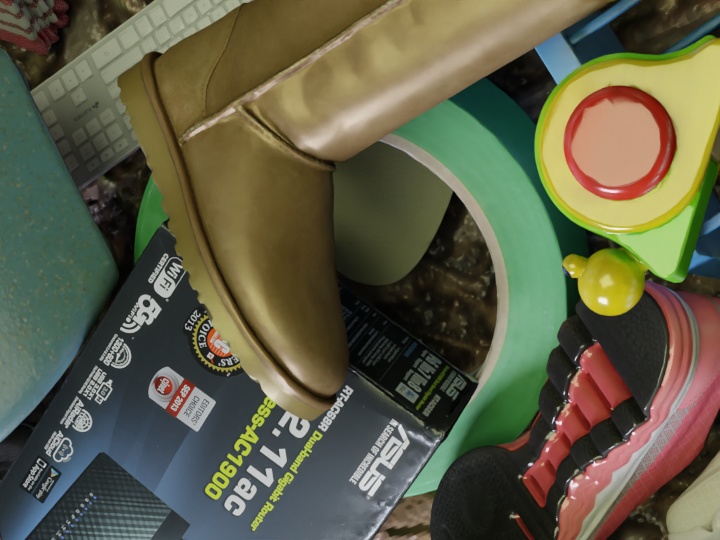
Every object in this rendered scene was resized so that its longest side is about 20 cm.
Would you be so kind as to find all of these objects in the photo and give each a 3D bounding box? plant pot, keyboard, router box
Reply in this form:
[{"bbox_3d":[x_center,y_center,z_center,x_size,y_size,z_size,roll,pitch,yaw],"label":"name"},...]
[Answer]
[{"bbox_3d":[-0.224,0.001,1.122,0.199,0.196,0.197,-29,100,-19],"label":"plant pot"},{"bbox_3d":[-0.093,-0.100,1.219,0.199,0.011,0.057,-34,78,18],"label":"keyboard"},{"bbox_3d":[-0.064,0.087,1.120,0.149,0.062,0.201,35,116,3],"label":"router box"}]

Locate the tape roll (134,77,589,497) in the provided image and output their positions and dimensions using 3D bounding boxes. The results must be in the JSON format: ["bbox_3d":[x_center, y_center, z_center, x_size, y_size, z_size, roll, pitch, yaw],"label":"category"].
[{"bbox_3d":[0.000,0.000,1.128,0.199,0.048,0.202,6,110,16],"label":"tape roll"}]

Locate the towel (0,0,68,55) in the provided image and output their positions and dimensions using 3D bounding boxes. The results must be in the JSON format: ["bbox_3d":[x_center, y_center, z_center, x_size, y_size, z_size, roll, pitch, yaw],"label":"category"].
[{"bbox_3d":[-0.226,-0.172,1.177,0.145,0.200,0.030,21,74,21],"label":"towel"}]

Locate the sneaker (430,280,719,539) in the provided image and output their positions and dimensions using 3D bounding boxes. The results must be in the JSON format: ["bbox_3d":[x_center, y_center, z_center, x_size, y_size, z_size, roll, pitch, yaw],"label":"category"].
[{"bbox_3d":[0.104,0.084,1.081,0.201,0.086,0.074,-56,51,37],"label":"sneaker"}]

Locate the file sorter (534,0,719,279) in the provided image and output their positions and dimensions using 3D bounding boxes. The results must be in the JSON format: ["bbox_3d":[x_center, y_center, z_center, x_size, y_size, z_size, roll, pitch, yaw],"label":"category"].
[{"bbox_3d":[0.140,-0.113,1.060,0.122,0.139,0.201,-33,78,15],"label":"file sorter"}]

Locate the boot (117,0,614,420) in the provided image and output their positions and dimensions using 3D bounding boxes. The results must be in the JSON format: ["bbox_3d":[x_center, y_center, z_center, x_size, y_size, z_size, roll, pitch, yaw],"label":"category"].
[{"bbox_3d":[0.014,-0.063,0.995,0.199,0.066,0.176,-32,75,19],"label":"boot"}]

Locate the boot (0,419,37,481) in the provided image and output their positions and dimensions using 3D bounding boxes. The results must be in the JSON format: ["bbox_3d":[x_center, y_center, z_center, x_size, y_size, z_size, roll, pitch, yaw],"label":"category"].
[{"bbox_3d":[-0.194,0.152,1.230,0.173,0.069,0.202,10,98,16],"label":"boot"}]

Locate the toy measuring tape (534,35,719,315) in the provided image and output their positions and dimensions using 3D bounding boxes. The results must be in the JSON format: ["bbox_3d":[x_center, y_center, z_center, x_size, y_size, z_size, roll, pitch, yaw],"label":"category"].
[{"bbox_3d":[0.111,-0.083,0.962,0.073,0.073,0.202,17,91,21],"label":"toy measuring tape"}]

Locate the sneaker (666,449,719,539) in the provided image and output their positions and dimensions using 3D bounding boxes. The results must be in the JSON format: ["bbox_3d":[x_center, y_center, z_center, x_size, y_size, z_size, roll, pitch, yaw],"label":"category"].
[{"bbox_3d":[0.200,0.044,1.075,0.200,0.075,0.081,-43,65,10],"label":"sneaker"}]

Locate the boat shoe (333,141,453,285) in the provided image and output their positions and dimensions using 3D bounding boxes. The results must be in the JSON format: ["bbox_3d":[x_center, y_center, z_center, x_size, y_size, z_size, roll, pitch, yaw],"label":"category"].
[{"bbox_3d":[0.014,-0.096,1.151,0.073,0.063,0.203,4,105,10],"label":"boat shoe"}]
